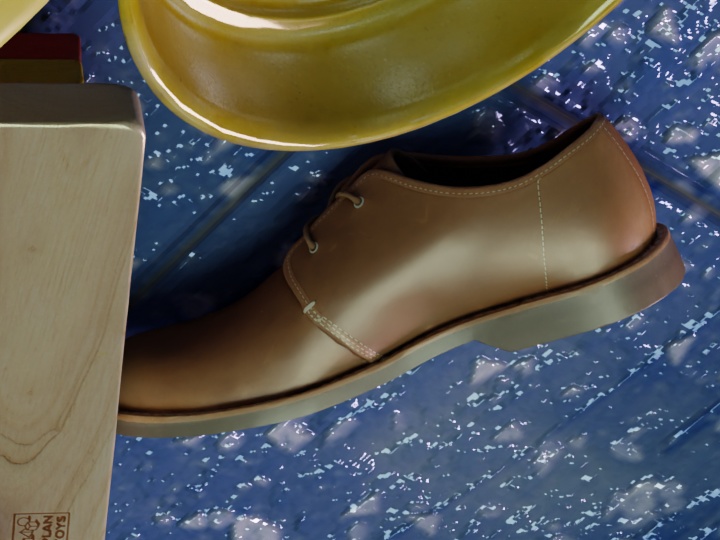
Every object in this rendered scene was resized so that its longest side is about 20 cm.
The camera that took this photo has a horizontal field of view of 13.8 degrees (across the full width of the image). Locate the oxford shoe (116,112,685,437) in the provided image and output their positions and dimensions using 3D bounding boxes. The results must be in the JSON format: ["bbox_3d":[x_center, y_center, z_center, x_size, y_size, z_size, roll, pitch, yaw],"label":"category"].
[{"bbox_3d":[0.000,0.000,0.965,0.199,0.071,0.072,-20,107,8],"label":"oxford shoe"}]

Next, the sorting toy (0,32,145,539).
[{"bbox_3d":[-0.175,0.007,0.918,0.197,0.070,0.201,-1,135,-11],"label":"sorting toy"}]

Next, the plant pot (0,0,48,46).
[{"bbox_3d":[-0.185,-0.134,0.703,0.200,0.201,0.190,-21,119,9],"label":"plant pot"}]

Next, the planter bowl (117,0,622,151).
[{"bbox_3d":[0.007,-0.133,0.788,0.199,0.084,0.201,-24,146,-17],"label":"planter bowl"}]
